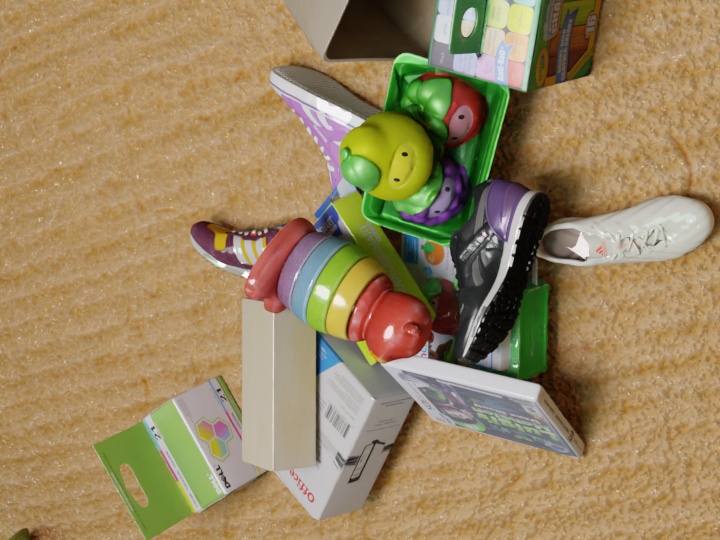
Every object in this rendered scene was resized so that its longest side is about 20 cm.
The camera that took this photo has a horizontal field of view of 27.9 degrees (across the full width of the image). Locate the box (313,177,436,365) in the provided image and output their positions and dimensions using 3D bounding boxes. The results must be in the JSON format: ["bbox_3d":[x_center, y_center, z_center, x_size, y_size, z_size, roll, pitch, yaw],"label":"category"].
[{"bbox_3d":[0.000,0.000,1.722,0.201,0.047,0.122,58,148,9],"label":"box"}]

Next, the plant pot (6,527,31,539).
[{"bbox_3d":[-0.494,0.526,2.179,0.189,0.200,0.201,36,121,6],"label":"plant pot"}]

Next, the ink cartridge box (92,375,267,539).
[{"bbox_3d":[-0.231,0.245,1.901,0.076,0.199,0.149,-33,85,35],"label":"ink cartridge box"}]

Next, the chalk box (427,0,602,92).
[{"bbox_3d":[0.155,-0.263,1.504,0.123,0.199,0.126,19,114,27],"label":"chalk box"}]

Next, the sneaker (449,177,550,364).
[{"bbox_3d":[0.133,-0.001,1.577,0.087,0.076,0.202,23,93,32],"label":"sneaker"}]

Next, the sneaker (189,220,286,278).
[{"bbox_3d":[-0.124,-0.030,1.837,0.199,0.075,0.091,29,112,16],"label":"sneaker"}]

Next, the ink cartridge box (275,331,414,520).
[{"bbox_3d":[-0.032,0.185,1.806,0.146,0.084,0.201,46,126,33],"label":"ink cartridge box"}]

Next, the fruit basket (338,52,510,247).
[{"bbox_3d":[0.067,-0.128,1.587,0.154,0.216,0.218,17,113,11],"label":"fruit basket"}]

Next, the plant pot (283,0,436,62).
[{"bbox_3d":[0.010,-0.363,1.589,0.177,0.199,0.201,45,124,29],"label":"plant pot"}]

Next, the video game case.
[{"bbox_3d":[0.141,0.154,1.661,0.198,0.182,0.024,11,69,30],"label":"video game case"}]

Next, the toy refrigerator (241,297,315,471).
[{"bbox_3d":[-0.097,0.135,1.762,0.076,0.069,0.202,6,97,54],"label":"toy refrigerator"}]

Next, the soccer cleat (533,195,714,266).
[{"bbox_3d":[0.281,-0.035,1.560,0.198,0.077,0.070,-8,99,34],"label":"soccer cleat"}]

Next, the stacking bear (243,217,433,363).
[{"bbox_3d":[-0.011,0.034,1.624,0.199,0.121,0.114,29,85,19],"label":"stacking bear"}]

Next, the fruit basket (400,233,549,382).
[{"bbox_3d":[0.120,0.057,1.685,0.198,0.093,0.187,11,109,34],"label":"fruit basket"}]

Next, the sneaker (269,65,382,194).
[{"bbox_3d":[-0.040,-0.160,1.742,0.200,0.072,0.115,35,123,21],"label":"sneaker"}]
